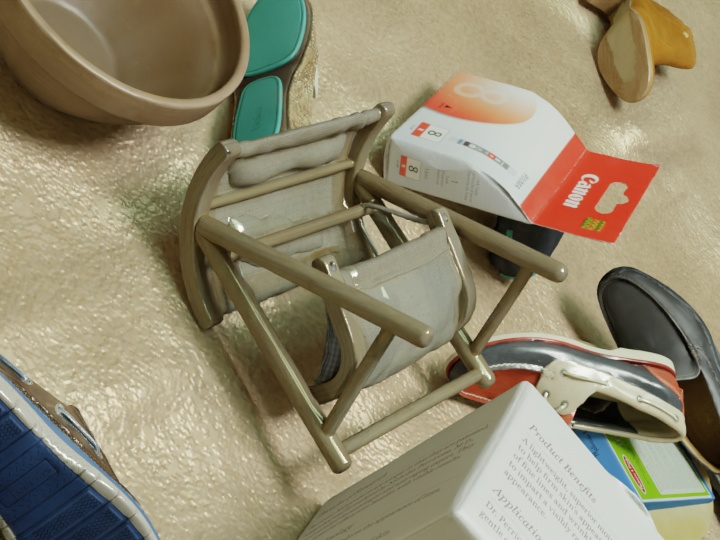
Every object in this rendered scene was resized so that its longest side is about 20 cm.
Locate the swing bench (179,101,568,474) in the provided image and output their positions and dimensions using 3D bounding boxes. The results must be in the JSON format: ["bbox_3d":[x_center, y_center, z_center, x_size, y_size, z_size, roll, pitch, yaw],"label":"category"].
[{"bbox_3d":[0.000,0.000,0.985,0.200,0.130,0.198,43,34,19],"label":"swing bench"}]

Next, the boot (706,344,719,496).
[{"bbox_3d":[0.353,0.151,1.322,0.181,0.073,0.201,-6,60,-52],"label":"boot"}]

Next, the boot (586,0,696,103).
[{"bbox_3d":[0.327,-0.248,1.593,0.143,0.071,0.202,19,44,-34],"label":"boot"}]

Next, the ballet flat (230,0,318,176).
[{"bbox_3d":[-0.063,-0.134,1.096,0.065,0.070,0.201,59,29,-43],"label":"ballet flat"}]

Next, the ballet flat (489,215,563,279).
[{"bbox_3d":[0.164,-0.068,1.266,0.073,0.073,0.200,48,39,-8],"label":"ballet flat"}]

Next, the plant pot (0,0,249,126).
[{"bbox_3d":[-0.180,-0.170,0.957,0.200,0.093,0.202,29,44,-32],"label":"plant pot"}]

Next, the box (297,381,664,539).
[{"bbox_3d":[0.074,0.209,0.848,0.199,0.200,0.131,49,39,-6],"label":"box"}]

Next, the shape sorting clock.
[{"bbox_3d":[0.216,0.142,1.189,0.199,0.039,0.201,33,32,-24],"label":"shape sorting clock"}]

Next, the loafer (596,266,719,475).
[{"bbox_3d":[0.267,0.084,1.216,0.200,0.073,0.072,51,29,7],"label":"loafer"}]

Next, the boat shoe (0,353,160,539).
[{"bbox_3d":[-0.164,0.108,0.767,0.201,0.072,0.072,57,8,-23],"label":"boat shoe"}]

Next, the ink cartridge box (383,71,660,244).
[{"bbox_3d":[0.140,-0.099,1.197,0.199,0.050,0.162,15,33,19],"label":"ink cartridge box"}]

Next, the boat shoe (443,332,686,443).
[{"bbox_3d":[0.161,0.095,1.106,0.199,0.071,0.063,8,54,-19],"label":"boat shoe"}]
